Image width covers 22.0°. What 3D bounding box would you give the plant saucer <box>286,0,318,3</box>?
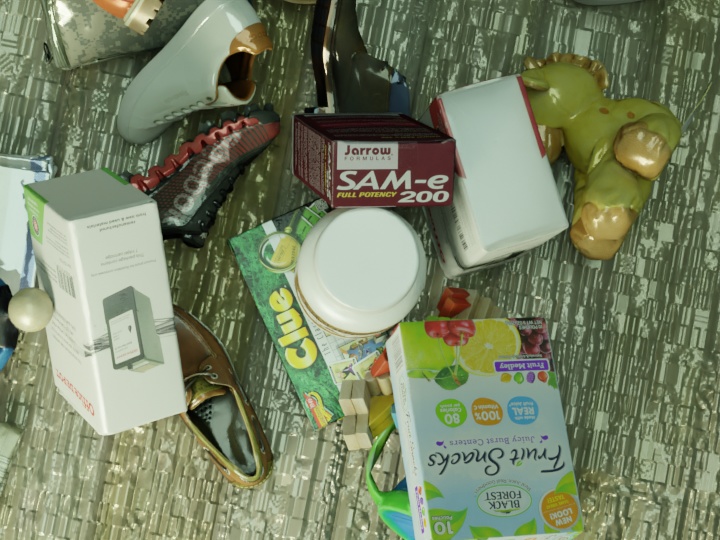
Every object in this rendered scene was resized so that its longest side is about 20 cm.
[{"bbox_3d":[-0.050,-0.353,1.740,0.200,0.035,0.200,-16,116,-36],"label":"plant saucer"}]

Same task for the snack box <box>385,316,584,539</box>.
[{"bbox_3d":[0.108,0.143,1.626,0.142,0.053,0.200,-2,68,-15],"label":"snack box"}]

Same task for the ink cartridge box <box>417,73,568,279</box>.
[{"bbox_3d":[0.111,-0.082,1.685,0.083,0.200,0.147,-16,86,-8],"label":"ink cartridge box"}]

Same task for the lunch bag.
[{"bbox_3d":[-0.212,-0.283,1.723,0.200,0.139,0.168,-13,102,-4],"label":"lunch bag"}]

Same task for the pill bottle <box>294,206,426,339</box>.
[{"bbox_3d":[0.000,0.000,1.646,0.114,0.200,0.114,0,85,-4],"label":"pill bottle"}]

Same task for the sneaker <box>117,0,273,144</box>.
[{"bbox_3d":[-0.152,-0.164,1.691,0.085,0.200,0.073,53,39,10],"label":"sneaker"}]

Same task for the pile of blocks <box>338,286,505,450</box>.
[{"bbox_3d":[0.056,0.083,1.695,0.082,0.062,0.200,27,62,36],"label":"pile of blocks"}]

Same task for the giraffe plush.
[{"bbox_3d":[0.209,-0.129,1.725,0.162,0.173,0.200,29,75,7],"label":"giraffe plush"}]

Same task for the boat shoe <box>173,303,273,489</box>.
[{"bbox_3d":[-0.141,0.110,1.714,0.072,0.068,0.200,-36,86,-5],"label":"boat shoe"}]

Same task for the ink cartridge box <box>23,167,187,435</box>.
[{"bbox_3d":[-0.227,0.025,1.641,0.084,0.145,0.200,-14,111,-22],"label":"ink cartridge box"}]

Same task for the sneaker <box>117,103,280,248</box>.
[{"bbox_3d":[-0.150,-0.077,1.732,0.200,0.071,0.098,-33,87,-4],"label":"sneaker"}]

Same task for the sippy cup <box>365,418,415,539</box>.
[{"bbox_3d":[0.105,0.198,1.696,0.178,0.140,0.130,40,71,-24],"label":"sippy cup"}]

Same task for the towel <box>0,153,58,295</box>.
[{"bbox_3d":[-0.392,-0.045,1.738,0.200,0.024,0.147,6,86,-1],"label":"towel"}]

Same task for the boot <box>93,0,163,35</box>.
[{"bbox_3d":[-0.185,-0.318,1.614,0.107,0.075,0.200,31,96,-7],"label":"boot"}]

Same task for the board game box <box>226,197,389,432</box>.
[{"bbox_3d":[-0.039,0.041,1.752,0.105,0.023,0.200,-25,86,-4],"label":"board game box"}]

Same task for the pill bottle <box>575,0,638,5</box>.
[{"bbox_3d":[0.242,-0.363,1.766,0.111,0.111,0.200,-6,84,-4],"label":"pill bottle"}]

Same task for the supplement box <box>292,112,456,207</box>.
[{"bbox_3d":[0.008,-0.100,1.632,0.109,0.200,0.061,-1,101,-11],"label":"supplement box"}]

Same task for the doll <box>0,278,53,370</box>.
[{"bbox_3d":[-0.362,0.042,1.666,0.200,0.048,0.137,-8,85,29],"label":"doll"}]

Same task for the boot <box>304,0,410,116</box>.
[{"bbox_3d":[0.003,-0.195,1.752,0.097,0.075,0.200,4,101,-13],"label":"boot"}]

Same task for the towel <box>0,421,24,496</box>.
[{"bbox_3d":[-0.432,0.204,1.709,0.200,0.035,0.193,21,80,1],"label":"towel"}]
